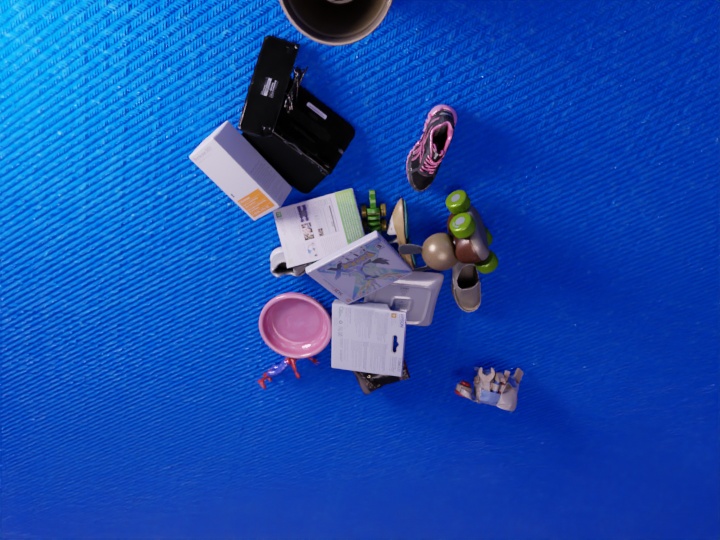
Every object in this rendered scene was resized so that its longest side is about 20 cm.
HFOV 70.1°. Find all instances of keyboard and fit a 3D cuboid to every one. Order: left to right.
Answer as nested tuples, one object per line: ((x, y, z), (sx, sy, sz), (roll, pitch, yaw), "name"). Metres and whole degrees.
((-0.173, -0.365, 1.046), (0.104, 0.040, 0.201), (19, 96, 3), "keyboard")

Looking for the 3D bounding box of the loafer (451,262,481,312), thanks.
((0.273, 0.036, 1.331), (0.075, 0.068, 0.201), (-12, 123, 8), "loafer")

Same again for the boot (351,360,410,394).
((0.050, 0.266, 1.483), (0.150, 0.073, 0.201), (-17, 118, 8), "boot")

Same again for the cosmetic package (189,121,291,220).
((-0.261, -0.215, 1.132), (0.101, 0.071, 0.200), (-20, 124, 41), "cosmetic package")

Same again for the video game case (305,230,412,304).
((0.000, 0.000, 1.238), (0.199, 0.022, 0.182), (-27, 140, 19), "video game case")

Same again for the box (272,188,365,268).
((-0.094, -0.098, 1.213), (0.199, 0.036, 0.145), (-14, 91, 6), "box")

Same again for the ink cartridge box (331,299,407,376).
((0.022, 0.180, 1.373), (0.199, 0.043, 0.197), (6, 111, 7), "ink cartridge box")

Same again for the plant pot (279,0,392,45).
((-0.040, -0.517, 0.897), (0.199, 0.174, 0.201), (0, 125, 0), "plant pot")

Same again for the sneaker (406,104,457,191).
((0.155, -0.255, 1.122), (0.079, 0.096, 0.201), (11, 124, -10), "sneaker")

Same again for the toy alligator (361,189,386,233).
((0.034, -0.097, 1.250), (0.059, 0.054, 0.201), (-3, 124, 2), "toy alligator")

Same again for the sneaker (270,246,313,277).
((-0.131, -0.022, 1.277), (0.199, 0.092, 0.076), (-14, 123, 8), "sneaker")

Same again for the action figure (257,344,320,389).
((-0.200, 0.290, 1.497), (0.099, 0.065, 0.200), (43, 116, -6), "action figure")

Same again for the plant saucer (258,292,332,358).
((-0.174, 0.145, 1.401), (0.199, 0.051, 0.201), (1, 116, 3), "plant saucer")

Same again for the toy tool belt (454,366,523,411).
((0.383, 0.327, 1.515), (0.199, 0.125, 0.123), (17, 91, -15), "toy tool belt")

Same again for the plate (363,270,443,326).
((0.108, 0.081, 1.367), (0.198, 0.032, 0.201), (6, 132, -2), "plate")

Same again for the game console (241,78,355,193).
((-0.144, -0.294, 1.140), (0.200, 0.116, 0.176), (33, 88, -21), "game console")

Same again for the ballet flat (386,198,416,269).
((0.094, -0.081, 1.255), (0.063, 0.069, 0.201), (-6, 123, 12), "ballet flat")

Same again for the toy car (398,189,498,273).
((0.199, -0.062, 1.222), (0.199, 0.158, 0.164), (-24, 131, 23), "toy car")
